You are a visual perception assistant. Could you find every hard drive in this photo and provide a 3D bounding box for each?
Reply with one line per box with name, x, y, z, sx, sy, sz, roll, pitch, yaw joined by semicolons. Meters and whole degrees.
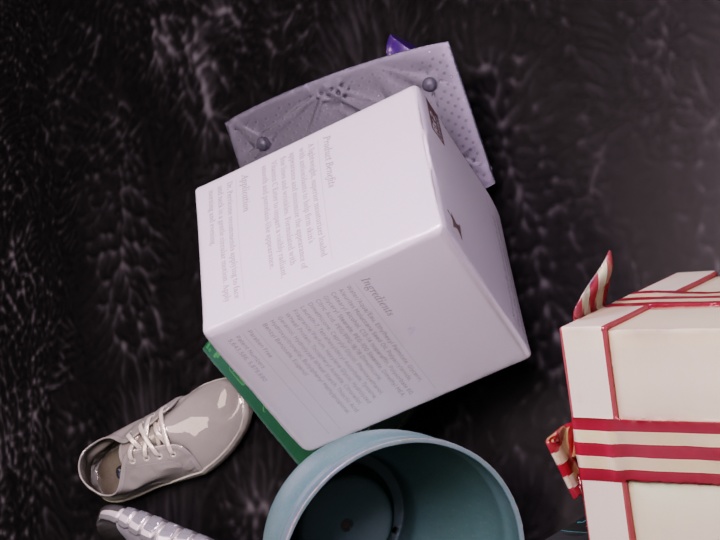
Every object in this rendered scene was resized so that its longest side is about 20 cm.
hard drive;0.001;-0.098;1.417;0.199;0.042;0.135;-19;91;13

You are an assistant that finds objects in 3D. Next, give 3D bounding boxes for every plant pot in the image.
plant pot;0.007;0.209;1.322;0.134;0.200;0.201;23;95;64

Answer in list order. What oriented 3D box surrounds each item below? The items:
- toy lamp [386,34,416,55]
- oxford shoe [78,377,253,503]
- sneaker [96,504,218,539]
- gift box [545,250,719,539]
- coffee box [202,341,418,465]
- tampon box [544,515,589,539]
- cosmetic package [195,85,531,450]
toy lamp;-0.004;-0.102;1.467;0.058;0.058;0.200;39;105;36
oxford shoe;-0.178;0.155;1.545;0.200;0.058;0.075;-29;61;28
sneaker;-0.172;0.278;1.487;0.199;0.075;0.116;11;73;38
gift box;0.235;0.079;1.091;0.186;0.184;0.201;-4;95;37
coffee box;-0.041;0.084;1.462;0.200;0.044;0.123;45;107;36
tampon box;0.226;0.237;1.138;0.199;0.150;0.127;-2;99;38
cosmetic package;0.000;0.000;1.316;0.199;0.165;0.165;-23;42;15
